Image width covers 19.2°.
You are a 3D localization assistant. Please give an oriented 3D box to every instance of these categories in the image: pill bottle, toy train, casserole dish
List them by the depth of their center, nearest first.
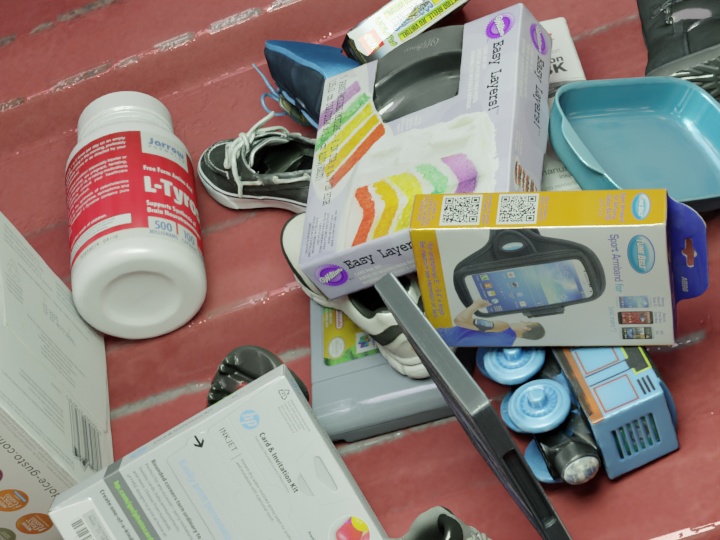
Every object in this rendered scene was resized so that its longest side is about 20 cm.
[{"bbox_3d":[0.148,0.067,1.538,0.113,0.087,0.201,-22,45,-1],"label":"toy train"},{"bbox_3d":[0.216,-0.087,1.575,0.122,0.199,0.039,56,132,26],"label":"casserole dish"},{"bbox_3d":[-0.192,-0.051,1.788,0.111,0.112,0.201,-21,48,12],"label":"pill bottle"}]

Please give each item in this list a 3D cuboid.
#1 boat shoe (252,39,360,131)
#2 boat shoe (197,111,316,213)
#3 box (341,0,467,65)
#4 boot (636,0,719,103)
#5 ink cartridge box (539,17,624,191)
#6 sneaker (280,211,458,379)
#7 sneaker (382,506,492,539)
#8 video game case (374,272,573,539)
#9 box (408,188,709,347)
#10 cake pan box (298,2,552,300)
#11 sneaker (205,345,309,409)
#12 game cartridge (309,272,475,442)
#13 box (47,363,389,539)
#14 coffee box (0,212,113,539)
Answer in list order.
[{"bbox_3d":[-0.049,-0.154,1.791,0.083,0.069,0.200,4,13,-7],"label":"boat shoe"},{"bbox_3d":[-0.078,-0.090,1.775,0.074,0.068,0.199,-48,37,-16],"label":"boat shoe"},{"bbox_3d":[0.039,-0.207,1.753,0.110,0.035,0.200,-35,4,1],"label":"box"},{"bbox_3d":[0.299,-0.225,1.700,0.163,0.066,0.201,-12,46,18],"label":"boot"},{"bbox_3d":[0.115,-0.092,1.654,0.143,0.084,0.201,-12,48,-1],"label":"ink cartridge box"},{"bbox_3d":[0.000,0.000,1.624,0.074,0.080,0.200,-45,46,-8],"label":"sneaker"},{"bbox_3d":[0.099,0.207,1.429,0.198,0.116,0.076,-2,54,27],"label":"sneaker"},{"bbox_3d":[0.082,0.104,1.460,0.019,0.200,0.143,-35,46,-2],"label":"video game case"},{"bbox_3d":[0.139,0.000,1.464,0.198,0.120,0.042,0,45,14],"label":"box"},{"bbox_3d":[0.049,-0.090,1.563,0.183,0.052,0.201,-16,46,29],"label":"cake pan box"},{"bbox_3d":[-0.096,0.155,1.608,0.070,0.098,0.202,27,93,27],"label":"sneaker"},{"bbox_3d":[0.025,0.034,1.660,0.132,0.041,0.201,-14,50,14],"label":"game cartridge"},{"bbox_3d":[-0.101,0.184,1.534,0.199,0.157,0.041,-30,10,5],"label":"box"},{"bbox_3d":[-0.327,0.105,1.679,0.196,0.200,0.201,-21,48,12],"label":"coffee box"}]
